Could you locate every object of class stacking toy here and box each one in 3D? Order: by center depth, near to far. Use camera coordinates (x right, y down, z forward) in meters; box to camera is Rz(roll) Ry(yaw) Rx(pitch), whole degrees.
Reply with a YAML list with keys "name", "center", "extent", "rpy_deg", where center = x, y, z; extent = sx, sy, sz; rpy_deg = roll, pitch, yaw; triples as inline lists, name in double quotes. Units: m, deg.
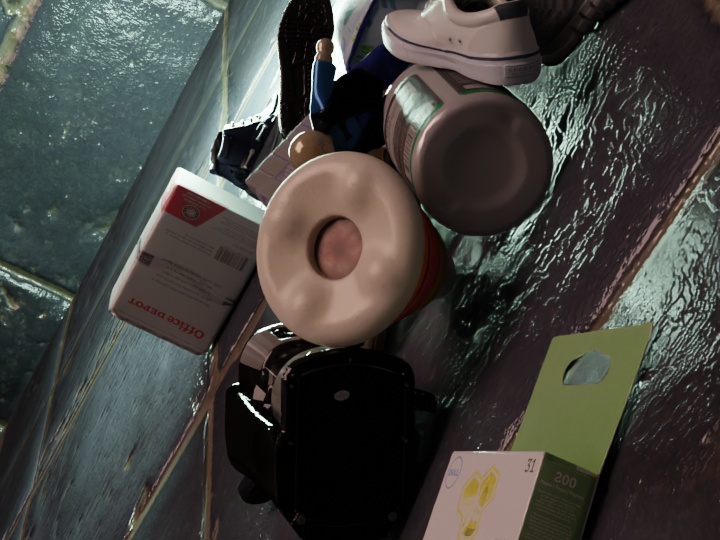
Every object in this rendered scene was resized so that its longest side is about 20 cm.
- name: "stacking toy"
  center: [0.025, -0.008, 1.229]
  extent: [0.145, 0.199, 0.148]
  rpy_deg: [-4, 82, 31]

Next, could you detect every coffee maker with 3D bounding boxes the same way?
- name: "coffee maker"
  center: [-0.043, 0.144, 1.249]
  extent: [0.193, 0.134, 0.200]
  rpy_deg: [-66, 15, -3]

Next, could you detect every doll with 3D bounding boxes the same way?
- name: "doll"
  center: [-0.001, -0.146, 1.369]
  extent: [0.048, 0.137, 0.200]
  rpy_deg: [-4, 31, 44]

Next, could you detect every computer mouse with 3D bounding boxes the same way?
- name: "computer mouse"
  center: [-0.052, 0.158, 1.457]
  extent: [0.200, 0.034, 0.059]
  rpy_deg: [-48, 6, 33]

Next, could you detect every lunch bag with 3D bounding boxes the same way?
- name: "lunch bag"
  center: [0.059, -0.296, 1.595]
  extent: [0.170, 0.126, 0.201]
  rpy_deg: [-109, 37, -68]

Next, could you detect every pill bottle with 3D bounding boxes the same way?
- name: "pill bottle"
  center: [0.080, -0.109, 1.267]
  extent: [0.114, 0.112, 0.200]
  rpy_deg: [-61, 16, 13]

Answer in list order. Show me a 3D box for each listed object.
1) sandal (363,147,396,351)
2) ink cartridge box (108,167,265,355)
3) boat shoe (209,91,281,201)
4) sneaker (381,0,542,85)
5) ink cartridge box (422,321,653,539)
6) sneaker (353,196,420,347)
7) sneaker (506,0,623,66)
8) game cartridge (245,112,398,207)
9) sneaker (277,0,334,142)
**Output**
- name: "sandal"
  center: [0.003, -0.011, 1.363]
  extent: [0.082, 0.054, 0.202]
  rpy_deg: [-77, -13, -63]
- name: "ink cartridge box"
  center: [-0.222, -0.010, 2.032]
  extent: [0.201, 0.145, 0.085]
  rpy_deg: [-60, 16, 15]
- name: "boat shoe"
  center: [-0.153, -0.195, 2.183]
  extent: [0.075, 0.092, 0.201]
  rpy_deg: [-50, 22, 42]
- name: "sneaker"
  center: [0.082, -0.201, 1.251]
  extent: [0.200, 0.073, 0.071]
  rpy_deg: [26, 123, 55]
- name: "ink cartridge box"
  center: [0.103, 0.123, 0.972]
  extent: [0.145, 0.048, 0.202]
  rpy_deg: [-17, 52, 70]
- name: "sneaker"
  center: [0.000, 0.000, 1.439]
  extent: [0.075, 0.070, 0.201]
  rpy_deg: [-21, 46, 68]
- name: "sneaker"
  center: [0.158, -0.253, 1.226]
  extent: [0.200, 0.115, 0.075]
  rpy_deg: [-51, 20, 42]
- name: "game cartridge"
  center: [-0.023, -0.094, 1.481]
  extent: [0.130, 0.038, 0.200]
  rpy_deg: [-50, 33, -5]
- name: "sneaker"
  center: [-0.062, -0.195, 1.670]
  extent: [0.104, 0.059, 0.202]
  rpy_deg: [87, -172, -85]
